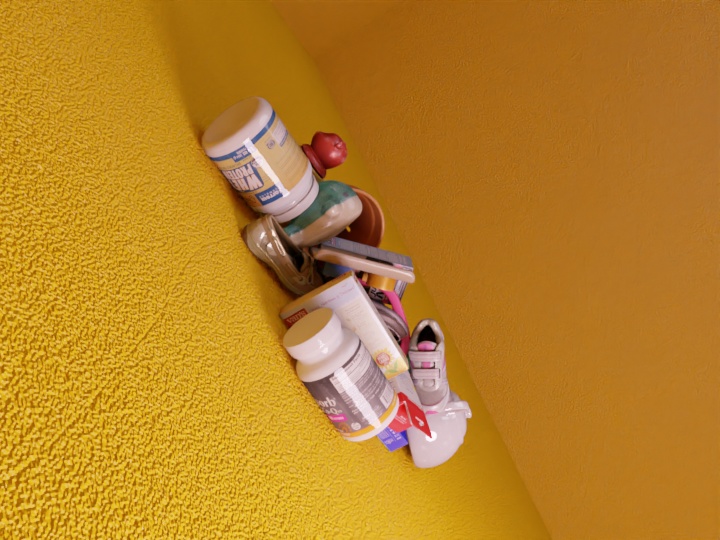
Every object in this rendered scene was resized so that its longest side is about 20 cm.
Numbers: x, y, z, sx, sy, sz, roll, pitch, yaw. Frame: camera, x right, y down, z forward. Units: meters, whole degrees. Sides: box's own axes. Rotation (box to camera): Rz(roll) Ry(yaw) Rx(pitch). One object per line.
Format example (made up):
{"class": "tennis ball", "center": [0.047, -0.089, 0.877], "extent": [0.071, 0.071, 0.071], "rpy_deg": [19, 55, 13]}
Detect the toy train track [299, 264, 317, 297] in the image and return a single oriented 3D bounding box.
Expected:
{"class": "toy train track", "center": [-0.082, 0.055, 1.279], "extent": [0.200, 0.033, 0.115], "rpy_deg": [44, 30, -23]}

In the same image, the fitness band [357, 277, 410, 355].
{"class": "fitness band", "center": [0.022, 0.111, 1.340], "extent": [0.037, 0.143, 0.200], "rpy_deg": [-16, 88, -86]}

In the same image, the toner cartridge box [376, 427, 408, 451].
{"class": "toner cartridge box", "center": [0.024, 0.256, 1.275], "extent": [0.200, 0.043, 0.095], "rpy_deg": [55, 11, -32]}

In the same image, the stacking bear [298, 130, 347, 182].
{"class": "stacking bear", "center": [-0.120, -0.219, 1.376], "extent": [0.114, 0.200, 0.121], "rpy_deg": [59, 10, 2]}

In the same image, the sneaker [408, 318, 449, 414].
{"class": "sneaker", "center": [0.128, 0.181, 1.286], "extent": [0.088, 0.081, 0.200], "rpy_deg": [70, 15, -57]}

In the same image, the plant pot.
{"class": "plant pot", "center": [-0.065, -0.108, 1.457], "extent": [0.200, 0.200, 0.140], "rpy_deg": [54, -5, -34]}

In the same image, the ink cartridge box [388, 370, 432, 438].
{"class": "ink cartridge box", "center": [0.056, 0.222, 1.216], "extent": [0.116, 0.067, 0.200], "rpy_deg": [46, 19, -52]}

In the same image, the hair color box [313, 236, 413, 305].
{"class": "hair color box", "center": [0.000, 0.000, 1.381], "extent": [0.200, 0.099, 0.061], "rpy_deg": [15, 24, -9]}

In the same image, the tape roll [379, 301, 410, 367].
{"class": "tape roll", "center": [0.048, 0.148, 1.458], "extent": [0.201, 0.048, 0.200], "rpy_deg": [57, -13, 21]}

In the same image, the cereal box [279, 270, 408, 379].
{"class": "cereal box", "center": [-0.026, 0.116, 1.127], "extent": [0.200, 0.144, 0.040], "rpy_deg": [59, 11, -15]}

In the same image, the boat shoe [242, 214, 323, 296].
{"class": "boat shoe", "center": [-0.124, -0.023, 1.175], "extent": [0.201, 0.063, 0.073], "rpy_deg": [47, 27, -33]}

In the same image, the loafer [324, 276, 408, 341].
{"class": "loafer", "center": [0.002, 0.088, 1.268], "extent": [0.200, 0.071, 0.073], "rpy_deg": [33, -18, -16]}

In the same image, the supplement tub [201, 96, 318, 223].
{"class": "supplement tub", "center": [-0.179, -0.199, 1.207], "extent": [0.200, 0.145, 0.145], "rpy_deg": [53, 13, -36]}

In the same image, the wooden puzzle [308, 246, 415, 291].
{"class": "wooden puzzle", "center": [-0.007, -0.001, 1.239], "extent": [0.200, 0.185, 0.046], "rpy_deg": [-164, -91, -81]}

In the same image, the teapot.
{"class": "teapot", "center": [0.164, 0.316, 1.393], "extent": [0.200, 0.146, 0.198], "rpy_deg": [-100, 176, -68]}

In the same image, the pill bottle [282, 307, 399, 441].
{"class": "pill bottle", "center": [-0.032, 0.166, 1.049], "extent": [0.200, 0.116, 0.116], "rpy_deg": [57, 11, -20]}

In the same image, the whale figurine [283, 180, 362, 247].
{"class": "whale figurine", "center": [-0.093, -0.106, 1.273], "extent": [0.104, 0.200, 0.159], "rpy_deg": [57, -31, 2]}
